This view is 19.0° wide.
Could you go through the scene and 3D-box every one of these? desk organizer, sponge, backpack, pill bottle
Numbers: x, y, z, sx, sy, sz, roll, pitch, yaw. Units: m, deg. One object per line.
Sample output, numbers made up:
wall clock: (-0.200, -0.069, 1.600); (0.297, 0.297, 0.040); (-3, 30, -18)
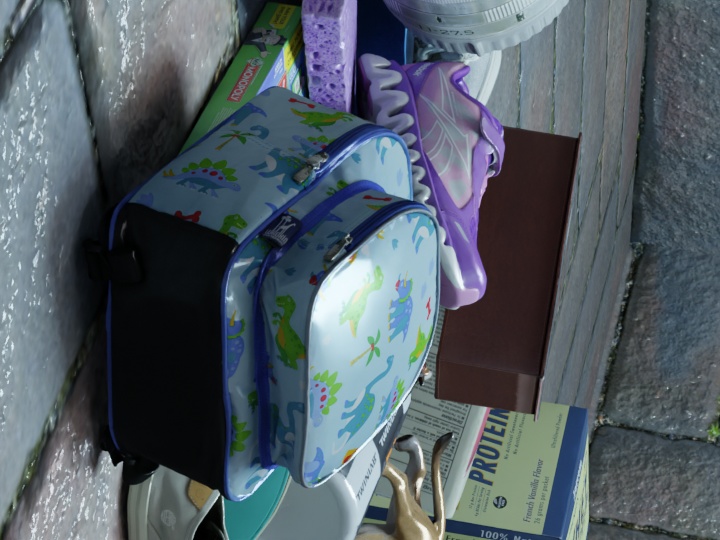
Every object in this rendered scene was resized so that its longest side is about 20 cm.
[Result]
desk organizer: (0.107, -0.002, 1.549); (0.072, 0.076, 0.202); (89, 12, -62)
sponge: (-0.018, -0.162, 1.407); (0.200, 0.029, 0.113); (90, 3, -66)
backpack: (-0.038, 0.010, 1.179); (0.200, 0.146, 0.184); (-49, 149, -44)
pill bottle: (-0.026, 0.104, 1.488); (0.200, 0.105, 0.107); (-63, 159, -54)

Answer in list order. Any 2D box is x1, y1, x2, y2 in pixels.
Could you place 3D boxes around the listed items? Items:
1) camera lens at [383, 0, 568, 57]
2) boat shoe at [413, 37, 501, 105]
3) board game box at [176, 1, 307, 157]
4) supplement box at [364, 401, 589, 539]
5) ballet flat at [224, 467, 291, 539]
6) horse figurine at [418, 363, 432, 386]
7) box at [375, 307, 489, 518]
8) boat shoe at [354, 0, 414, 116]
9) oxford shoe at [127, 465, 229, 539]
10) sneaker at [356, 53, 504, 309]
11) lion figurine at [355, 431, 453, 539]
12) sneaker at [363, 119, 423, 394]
camera lens: (0.065, -0.262, 1.459); (0.200, 0.158, 0.161); (61, 39, -59)
boat shoe: (0.063, -0.192, 1.602); (0.064, 0.074, 0.204); (24, 67, -39)
board game box: (-0.072, -0.058, 1.331); (0.201, 0.029, 0.136); (-66, 162, -50)
supplement box: (0.100, 0.219, 1.935); (0.201, 0.198, 0.135); (81, 20, -52)
ballet flat: (-0.068, 0.088, 1.351); (0.069, 0.069, 0.201); (-47, 159, -69)
horse figurine: (0.043, -0.022, 1.515); (0.132, 0.049, 0.202); (-3, 99, -77)
box: (0.049, 0.067, 1.671); (0.109, 0.127, 0.202); (-57, 165, -67)
boat shoe: (0.011, -0.124, 1.546); (0.069, 0.083, 0.201); (82, 23, -52)
oxford shoe: (-0.104, 0.185, 1.303); (0.076, 0.057, 0.201); (-71, 167, -47)
sneaker: (0.059, -0.067, 1.419); (0.081, 0.088, 0.201); (95, -18, -54)
lion figurine: (-0.002, 0.209, 1.579); (0.072, 0.199, 0.123); (-146, -147, -81)
sneaker: (0.000, 0.000, 1.393); (0.106, 0.074, 0.202); (-3, 111, -52)
